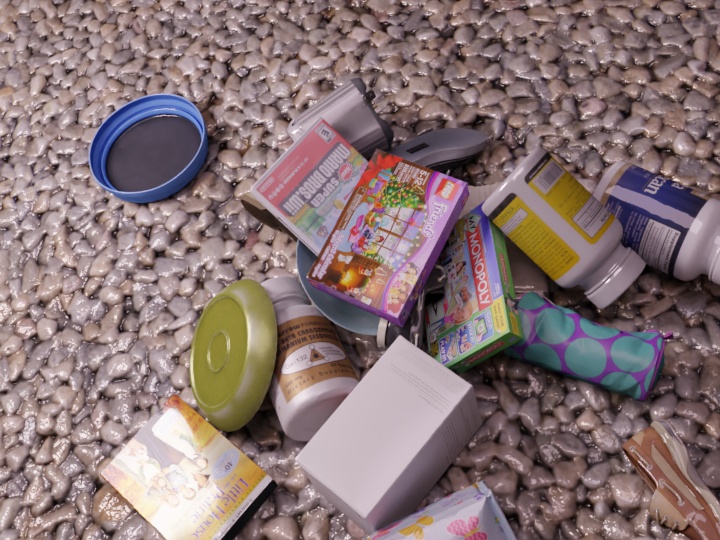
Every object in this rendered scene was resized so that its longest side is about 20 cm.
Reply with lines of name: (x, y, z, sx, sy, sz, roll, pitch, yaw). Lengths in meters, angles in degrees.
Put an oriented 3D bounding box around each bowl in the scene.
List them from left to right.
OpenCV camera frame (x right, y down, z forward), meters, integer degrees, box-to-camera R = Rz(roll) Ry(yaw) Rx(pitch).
bowl: (-0.340, -0.196, 1.542, 0.198, 0.039, 0.202, -6, 58, 10)

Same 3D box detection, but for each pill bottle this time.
pill bottle: (-0.081, 0.110, 1.249, 0.114, 0.115, 0.201, -26, 57, -3)
pill bottle: (0.258, -0.050, 1.199, 0.200, 0.111, 0.111, 45, 75, 3)
pill bottle: (0.402, -0.056, 1.233, 0.199, 0.111, 0.111, 28, 69, 26)

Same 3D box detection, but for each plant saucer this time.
plant saucer: (-0.176, 0.108, 1.250, 0.199, 0.031, 0.202, -19, 65, 49)
plant saucer: (0.000, 0.000, 1.306, 0.199, 0.039, 0.203, 10, 63, -20)

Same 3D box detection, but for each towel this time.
towel: (0.187, -0.036, 1.321, 0.131, 0.035, 0.202, -5, 59, 9)

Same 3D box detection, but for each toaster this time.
toaster: (-0.029, -0.196, 1.382, 0.129, 0.200, 0.114, -33, 91, -1)

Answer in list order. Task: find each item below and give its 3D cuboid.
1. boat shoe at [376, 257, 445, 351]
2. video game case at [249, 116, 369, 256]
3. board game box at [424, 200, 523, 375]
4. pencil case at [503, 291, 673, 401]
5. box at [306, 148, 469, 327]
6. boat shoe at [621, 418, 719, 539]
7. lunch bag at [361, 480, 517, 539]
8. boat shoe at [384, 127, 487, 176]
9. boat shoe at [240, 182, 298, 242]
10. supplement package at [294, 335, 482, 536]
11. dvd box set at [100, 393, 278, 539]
boat shoe: (0.083, 0.015, 1.250, 0.067, 0.072, 0.202, 15, 73, 17)
video game case: (-0.029, -0.089, 1.276, 0.200, 0.017, 0.143, 43, 75, -1)
board game box: (0.137, 0.026, 1.236, 0.134, 0.029, 0.202, -37, 44, 37)
pencil case: (0.279, 0.091, 1.191, 0.198, 0.085, 0.093, 19, 79, 23)
box: (0.037, -0.045, 1.223, 0.136, 0.039, 0.201, 22, 75, 20)
boat shoe: (0.361, 0.266, 1.078, 0.071, 0.076, 0.201, -24, 48, 3)
lunch bag: (0.112, 0.358, 1.039, 0.168, 0.127, 0.202, -24, 85, -1)
boat shoe: (0.102, -0.152, 1.390, 0.198, 0.069, 0.073, -26, 42, -32)
boat shoe: (-0.089, -0.084, 1.393, 0.199, 0.072, 0.068, 33, 72, 28)
supplement package: (0.038, 0.207, 1.158, 0.119, 0.122, 0.200, 33, 71, 28)
dvd box set: (-0.224, 0.272, 1.237, 0.199, 0.029, 0.146, 34, 72, 29)
